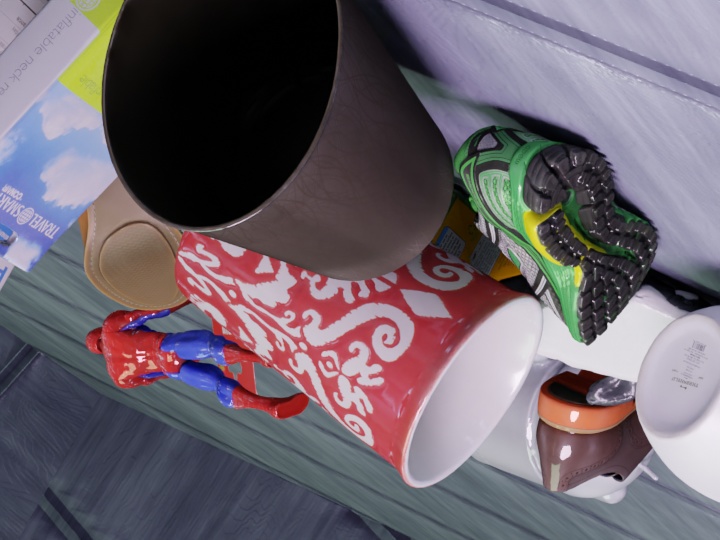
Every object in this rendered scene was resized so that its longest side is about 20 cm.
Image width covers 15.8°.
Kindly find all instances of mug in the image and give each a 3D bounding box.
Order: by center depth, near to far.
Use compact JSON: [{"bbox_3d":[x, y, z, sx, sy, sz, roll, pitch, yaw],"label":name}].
[{"bbox_3d":[-0.011,0.039,1.597,0.200,0.133,0.178,34,132,23],"label":"mug"}]

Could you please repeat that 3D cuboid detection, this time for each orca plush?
[{"bbox_3d":[0.145,0.030,1.688,0.200,0.071,0.105,-12,114,30],"label":"orca plush"}]

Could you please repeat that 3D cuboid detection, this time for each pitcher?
[{"bbox_3d":[0.253,0.091,1.594,0.200,0.122,0.171,22,175,-32],"label":"pitcher"}]

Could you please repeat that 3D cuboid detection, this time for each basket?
[{"bbox_3d":[-0.035,-0.075,1.411,0.136,0.181,0.200,-2,161,23],"label":"basket"}]

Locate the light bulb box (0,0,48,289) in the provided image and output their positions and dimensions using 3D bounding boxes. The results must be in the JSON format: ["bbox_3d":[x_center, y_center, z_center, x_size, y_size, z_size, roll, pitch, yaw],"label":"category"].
[{"bbox_3d":[-0.292,-0.120,1.792,0.125,0.200,0.198,23,168,30],"label":"light bulb box"}]

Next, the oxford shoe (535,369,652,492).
[{"bbox_3d":[0.176,0.101,1.775,0.071,0.073,0.200,20,-161,33],"label":"oxford shoe"}]

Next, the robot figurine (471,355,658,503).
[{"bbox_3d":[0.147,0.106,1.953,0.200,0.113,0.170,16,145,51],"label":"robot figurine"}]

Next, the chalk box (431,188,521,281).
[{"bbox_3d":[0.000,0.000,1.805,0.200,0.125,0.124,18,166,43],"label":"chalk box"}]

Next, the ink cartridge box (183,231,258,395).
[{"bbox_3d":[-0.121,-0.006,1.919,0.050,0.201,0.161,-5,-179,-12],"label":"ink cartridge box"}]

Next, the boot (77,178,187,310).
[{"bbox_3d":[-0.164,-0.082,1.761,0.074,0.155,0.200,-14,136,9],"label":"boot"}]

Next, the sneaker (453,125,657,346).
[{"bbox_3d":[0.116,-0.027,1.533,0.085,0.078,0.200,31,164,33],"label":"sneaker"}]

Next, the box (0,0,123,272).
[{"bbox_3d":[-0.164,-0.099,1.510,0.048,0.200,0.122,45,-176,26],"label":"box"}]

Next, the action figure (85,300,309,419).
[{"bbox_3d":[-0.104,0.053,1.803,0.200,0.065,0.099,8,-156,39],"label":"action figure"}]
